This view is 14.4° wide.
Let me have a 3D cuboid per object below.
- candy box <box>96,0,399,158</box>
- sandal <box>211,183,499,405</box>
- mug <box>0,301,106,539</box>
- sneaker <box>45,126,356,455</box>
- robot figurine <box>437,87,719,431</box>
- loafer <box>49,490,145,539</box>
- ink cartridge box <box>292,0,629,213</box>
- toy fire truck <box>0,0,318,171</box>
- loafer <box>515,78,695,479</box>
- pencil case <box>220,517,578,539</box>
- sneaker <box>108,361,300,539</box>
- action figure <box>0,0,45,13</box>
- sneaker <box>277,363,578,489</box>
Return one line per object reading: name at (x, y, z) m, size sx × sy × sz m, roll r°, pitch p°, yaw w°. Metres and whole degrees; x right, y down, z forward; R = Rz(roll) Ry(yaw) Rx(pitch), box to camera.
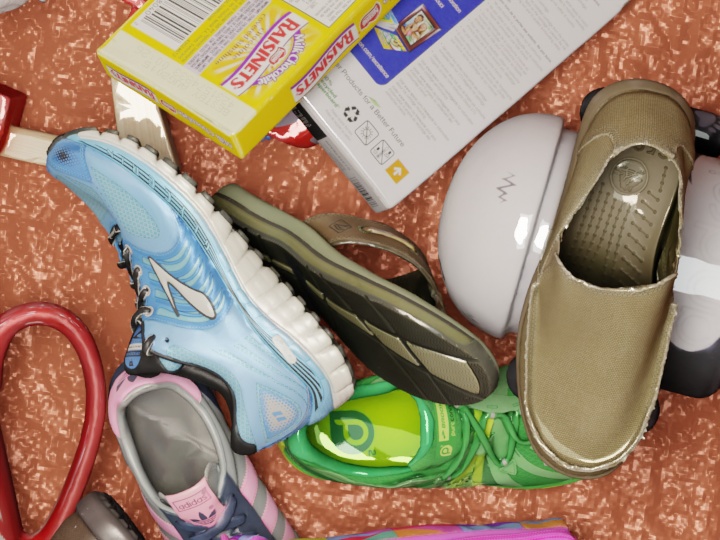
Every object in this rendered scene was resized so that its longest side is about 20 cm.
candy box at (-0.031, -0.151, 1.447) m, size 0.102 × 0.026 × 0.200 m, roll 33°, pitch 69°, yaw 30°
sandal at (-0.001, -0.001, 1.457) m, size 0.057 × 0.080 × 0.201 m, roll -41°, pitch 51°, yaw -17°
mug at (-0.225, 0.109, 1.487) m, size 0.177 × 0.133 × 0.200 m, roll -11°, pitch 97°, yaw 26°
sneaker at (-0.095, 0.011, 1.446) m, size 0.090 × 0.078 × 0.200 m, roll -42°, pitch 84°, yaw -6°
robot figurine at (0.138, -0.006, 1.455) m, size 0.200 × 0.150 × 0.125 m, roll 16°, pitch 119°, yaw 3°
loafer at (-0.111, 0.207, 1.495) m, size 0.071 × 0.073 × 0.200 m, roll -34°, pitch 110°, yaw -4°
ink cartridge box at (0.054, -0.128, 1.475) m, size 0.200 × 0.037 × 0.095 m, roll -41°, pitch 96°, yaw -12°
toy fire truck at (-0.113, -0.097, 1.507) m, size 0.200 × 0.049 × 0.141 m, roll 26°, pitch 96°, yaw 2°
loafer at (0.115, 0.009, 1.361) m, size 0.076 × 0.067 × 0.200 m, roll 8°, pitch 105°, yaw 6°
pencil case at (0.023, 0.171, 1.466) m, size 0.200 × 0.088 × 0.088 m, roll -1°, pitch 94°, yaw -18°
sneaker at (-0.077, 0.136, 1.503) m, size 0.070 × 0.082 × 0.200 m, roll -32°, pitch 91°, yaw 6°
action figure at (-0.251, -0.172, 1.479) m, size 0.193 × 0.105 × 0.200 m, roll 26°, pitch 83°, yaw 23°
sneaker at (0.054, 0.085, 1.487) m, size 0.200 × 0.084 × 0.074 m, roll -7°, pitch 93°, yaw 5°
